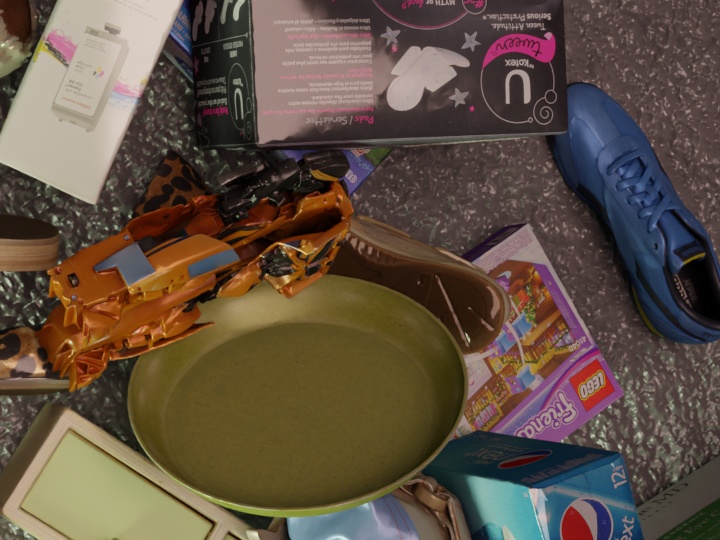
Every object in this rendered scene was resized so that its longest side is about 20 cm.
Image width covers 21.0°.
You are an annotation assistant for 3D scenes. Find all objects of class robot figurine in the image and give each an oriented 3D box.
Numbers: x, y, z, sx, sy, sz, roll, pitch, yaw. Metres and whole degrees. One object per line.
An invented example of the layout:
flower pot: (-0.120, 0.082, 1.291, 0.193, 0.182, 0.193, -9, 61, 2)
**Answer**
robot figurine: (-0.088, -0.003, 1.128, 0.199, 0.145, 0.058, -24, 74, -22)

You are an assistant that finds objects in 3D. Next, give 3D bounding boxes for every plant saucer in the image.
plant saucer: (-0.036, 0.077, 1.142, 0.199, 0.200, 0.031, -19, 133, -19)

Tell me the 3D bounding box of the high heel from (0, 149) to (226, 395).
high heel: (-0.179, 0.001, 1.190, 0.199, 0.071, 0.143, -5, 85, -24)

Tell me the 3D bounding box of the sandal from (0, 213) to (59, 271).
sandal: (-0.286, 0.001, 1.143, 0.211, 0.078, 0.070, 5, 106, -10)

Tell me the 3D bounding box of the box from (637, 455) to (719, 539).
box: (0.275, 0.242, 1.293, 0.198, 0.171, 0.201, -29, 98, -18)

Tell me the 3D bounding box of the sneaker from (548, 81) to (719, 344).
sneaker: (0.198, -0.042, 1.323, 0.066, 0.078, 0.201, -30, 97, -16)

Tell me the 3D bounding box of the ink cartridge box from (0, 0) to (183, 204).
ink cartridge box: (-0.162, -0.112, 1.147, 0.067, 0.116, 0.201, 24, 96, -11)

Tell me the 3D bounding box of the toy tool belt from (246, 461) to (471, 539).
toy tool belt: (-0.005, 0.162, 1.153, 0.123, 0.125, 0.201, -7, 71, -55)

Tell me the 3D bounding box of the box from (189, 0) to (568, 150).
box: (0.008, -0.131, 1.181, 0.199, 0.132, 0.115, -3, 93, -20)

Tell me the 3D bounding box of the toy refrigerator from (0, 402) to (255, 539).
toy refrigerator: (-0.125, 0.167, 1.201, 0.200, 0.070, 0.076, 36, 77, -16)

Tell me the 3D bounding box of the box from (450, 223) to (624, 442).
box: (0.061, 0.078, 1.289, 0.200, 0.039, 0.137, -33, 99, -18)

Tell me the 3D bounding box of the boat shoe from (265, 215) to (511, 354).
boat shoe: (0.000, 0.000, 1.239, 0.199, 0.065, 0.073, 17, 102, 11)

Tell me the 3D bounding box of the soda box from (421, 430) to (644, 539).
soda box: (0.092, 0.143, 1.171, 0.064, 0.200, 0.068, -18, 96, -20)

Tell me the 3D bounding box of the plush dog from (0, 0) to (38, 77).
plush dog: (-0.314, -0.150, 1.123, 0.200, 0.160, 0.172, -28, 83, -46)

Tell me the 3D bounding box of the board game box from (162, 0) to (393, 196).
board game box: (-0.024, -0.177, 1.262, 0.200, 0.041, 0.200, 45, 75, -14)
